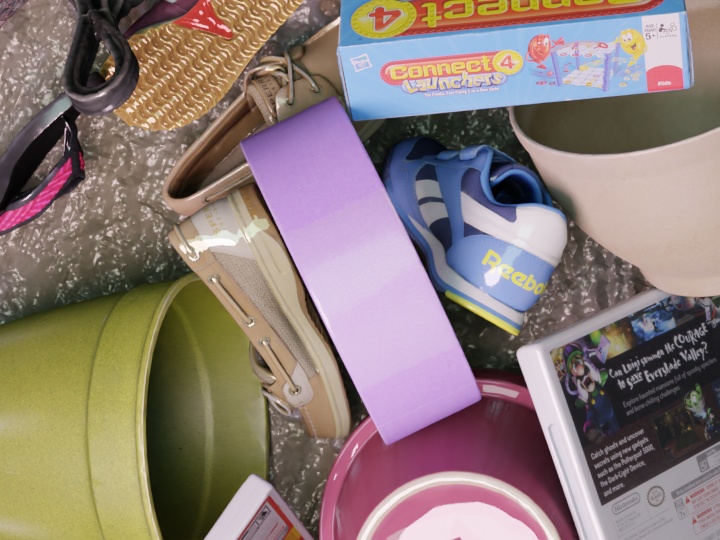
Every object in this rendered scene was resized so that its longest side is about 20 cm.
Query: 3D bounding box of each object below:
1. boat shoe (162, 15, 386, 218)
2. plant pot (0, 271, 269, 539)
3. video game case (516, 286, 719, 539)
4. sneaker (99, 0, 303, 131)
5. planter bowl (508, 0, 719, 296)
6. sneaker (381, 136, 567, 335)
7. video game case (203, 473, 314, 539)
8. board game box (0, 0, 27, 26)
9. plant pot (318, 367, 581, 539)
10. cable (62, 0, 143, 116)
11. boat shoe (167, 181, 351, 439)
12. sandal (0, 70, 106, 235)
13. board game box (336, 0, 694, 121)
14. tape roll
[{"bbox_3d":[-0.040,-0.101,1.436,0.200,0.065,0.071,-48,51,9],"label":"boat shoe"},{"bbox_3d":[-0.181,0.104,1.433,0.193,0.200,0.200,-3,95,19],"label":"plant pot"},{"bbox_3d":[0.190,0.103,1.390,0.023,0.200,0.182,-16,94,47],"label":"video game case"},{"bbox_3d":[-0.086,-0.165,1.452,0.075,0.090,0.200,44,124,-14],"label":"sneaker"},{"bbox_3d":[0.204,-0.070,1.374,0.200,0.200,0.135,-19,118,8],"label":"planter bowl"},{"bbox_3d":[0.073,-0.039,1.384,0.074,0.200,0.082,24,108,-28],"label":"sneaker"},{"bbox_3d":[-0.081,0.209,1.397,0.017,0.200,0.143,32,78,19],"label":"video game case"},{"bbox_3d":[-0.331,-0.174,1.459,0.200,0.097,0.159,-42,89,8],"label":"board game box"},{"bbox_3d":[0.066,0.170,1.403,0.200,0.179,0.200,1,96,7],"label":"plant pot"},{"bbox_3d":[-0.163,-0.171,1.414,0.097,0.200,0.050,-4,130,18],"label":"cable"},{"bbox_3d":[-0.058,0.034,1.419,0.063,0.073,0.201,-24,134,-3],"label":"boat shoe"},{"bbox_3d":[-0.215,-0.046,1.467,0.045,0.075,0.200,41,110,3],"label":"sandal"},{"bbox_3d":[0.090,-0.180,1.367,0.200,0.196,0.056,-6,132,7],"label":"board game box"},{"bbox_3d":[0.000,0.000,1.361,0.066,0.200,0.200,-25,92,-1],"label":"tape roll"}]
